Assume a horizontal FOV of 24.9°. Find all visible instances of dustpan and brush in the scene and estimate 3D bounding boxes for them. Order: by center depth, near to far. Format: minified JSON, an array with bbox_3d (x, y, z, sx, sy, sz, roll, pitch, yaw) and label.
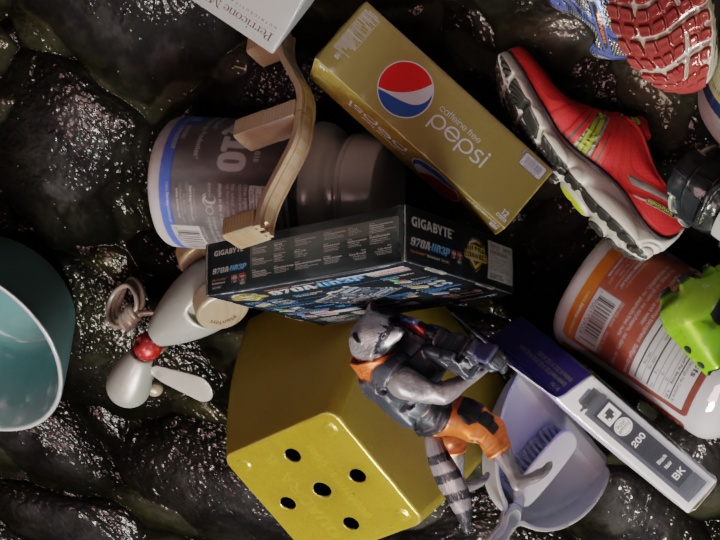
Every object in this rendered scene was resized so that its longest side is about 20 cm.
[{"bbox_3d":[0.142,0.194,1.424,0.140,0.200,0.057,49,156,-17],"label":"dustpan and brush"}]

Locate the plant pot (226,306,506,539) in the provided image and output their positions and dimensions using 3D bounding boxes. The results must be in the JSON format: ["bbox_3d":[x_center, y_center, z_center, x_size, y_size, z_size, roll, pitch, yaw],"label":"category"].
[{"bbox_3d":[-0.006,0.138,1.462,0.199,0.177,0.200,-26,113,34],"label":"plant pot"}]

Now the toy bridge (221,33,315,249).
[{"bbox_3d":[-0.068,-0.116,1.293,0.067,0.202,0.027,-16,144,32],"label":"toy bridge"}]

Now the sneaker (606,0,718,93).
[{"bbox_3d":[0.216,-0.224,1.131,0.077,0.082,0.202,-5,100,42],"label":"sneaker"}]

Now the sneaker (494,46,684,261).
[{"bbox_3d":[0.183,-0.101,1.281,0.200,0.085,0.077,51,169,4],"label":"sneaker"}]

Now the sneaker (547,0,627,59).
[{"bbox_3d":[0.156,-0.230,1.191,0.078,0.076,0.201,-24,111,38],"label":"sneaker"}]

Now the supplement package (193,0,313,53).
[{"bbox_3d":[-0.051,-0.286,1.202,0.116,0.118,0.200,32,131,-4],"label":"supplement package"}]

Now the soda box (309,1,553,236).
[{"bbox_3d":[0.054,-0.117,1.287,0.200,0.064,0.068,42,171,-1],"label":"soda box"}]

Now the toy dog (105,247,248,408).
[{"bbox_3d":[-0.152,0.052,1.513,0.096,0.133,0.199,18,147,-34],"label":"toy dog"}]

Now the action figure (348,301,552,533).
[{"bbox_3d":[0.063,0.107,1.298,0.194,0.105,0.200,48,168,-9],"label":"action figure"}]

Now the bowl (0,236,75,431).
[{"bbox_3d":[-0.357,0.047,1.584,0.199,0.105,0.202,11,127,14],"label":"bowl"}]

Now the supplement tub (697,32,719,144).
[{"bbox_3d":[0.328,-0.173,1.114,0.144,0.145,0.201,21,130,6],"label":"supplement tub"}]

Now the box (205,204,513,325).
[{"bbox_3d":[0.000,0.000,1.300,0.198,0.047,0.158,-10,164,35],"label":"box"}]

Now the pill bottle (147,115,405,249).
[{"bbox_3d":[-0.069,-0.070,1.373,0.198,0.114,0.115,4,126,19],"label":"pill bottle"}]

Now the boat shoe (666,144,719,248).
[{"bbox_3d":[0.267,-0.060,1.210,0.060,0.200,0.076,35,95,14],"label":"boat shoe"}]

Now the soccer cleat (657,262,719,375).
[{"bbox_3d":[0.314,0.013,1.237,0.082,0.199,0.068,59,157,9],"label":"soccer cleat"}]

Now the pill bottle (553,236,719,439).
[{"bbox_3d":[0.262,0.062,1.301,0.199,0.112,0.113,35,134,22],"label":"pill bottle"}]

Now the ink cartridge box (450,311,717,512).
[{"bbox_3d":[0.180,0.101,1.351,0.199,0.198,0.044,39,92,-16],"label":"ink cartridge box"}]
